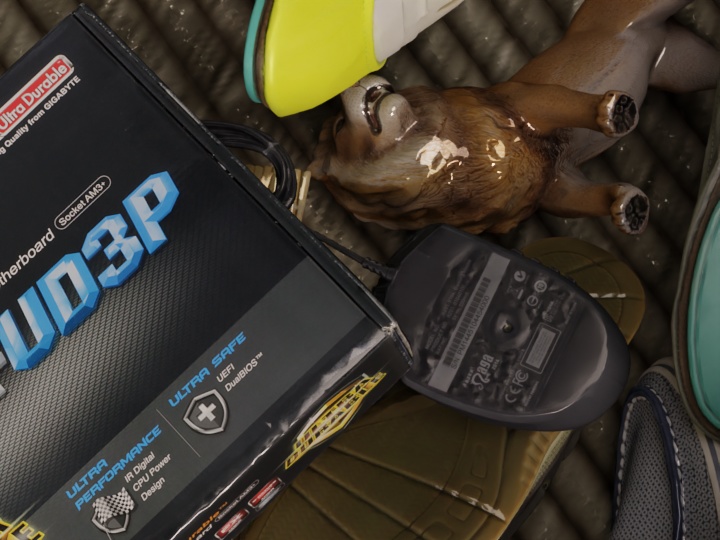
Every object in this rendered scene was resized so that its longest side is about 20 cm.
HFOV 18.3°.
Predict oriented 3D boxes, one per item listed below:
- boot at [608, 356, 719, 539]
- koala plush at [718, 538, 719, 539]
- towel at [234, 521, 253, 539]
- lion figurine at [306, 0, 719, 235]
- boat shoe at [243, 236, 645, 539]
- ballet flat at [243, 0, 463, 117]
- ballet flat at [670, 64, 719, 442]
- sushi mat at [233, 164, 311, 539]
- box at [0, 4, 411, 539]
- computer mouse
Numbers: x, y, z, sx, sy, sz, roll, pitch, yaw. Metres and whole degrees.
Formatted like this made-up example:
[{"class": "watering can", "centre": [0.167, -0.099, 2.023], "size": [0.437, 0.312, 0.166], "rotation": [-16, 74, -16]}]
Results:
[{"class": "boot", "centre": [0.093, 0.127, 0.775], "size": [0.090, 0.073, 0.200], "rotation": [0, 72, -17]}, {"class": "koala plush", "centre": [0.143, 0.132, 0.670], "size": [0.177, 0.200, 0.184], "rotation": [30, 39, -8]}, {"class": "towel", "centre": [-0.069, 0.133, 0.772], "size": [0.149, 0.031, 0.200], "rotation": [-33, 82, -16]}, {"class": "lion figurine", "centre": [0.084, -0.069, 0.842], "size": [0.200, 0.122, 0.073], "rotation": [-30, 116, -34]}, {"class": "boat shoe", "centre": [0.031, 0.072, 0.776], "size": [0.072, 0.066, 0.201], "rotation": [30, 58, 21]}, {"class": "ballet flat", "centre": [0.015, -0.125, 0.817], "size": [0.067, 0.067, 0.200], "rotation": [8, 41, 13]}, {"class": "ballet flat", "centre": [0.152, -0.037, 0.786], "size": [0.067, 0.064, 0.200], "rotation": [10, 91, 3]}, {"class": "sushi mat", "centre": [-0.080, 0.050, 0.771], "size": [0.096, 0.012, 0.200], "rotation": [12, 72, -6]}, {"class": "box", "centre": [-0.108, 0.037, 0.724], "size": [0.200, 0.046, 0.159], "rotation": [-43, 71, -4]}, {"class": "computer mouse", "centre": [0.000, 0.000, 0.765], "size": [0.200, 0.034, 0.059], "rotation": [27, 82, 15]}]
